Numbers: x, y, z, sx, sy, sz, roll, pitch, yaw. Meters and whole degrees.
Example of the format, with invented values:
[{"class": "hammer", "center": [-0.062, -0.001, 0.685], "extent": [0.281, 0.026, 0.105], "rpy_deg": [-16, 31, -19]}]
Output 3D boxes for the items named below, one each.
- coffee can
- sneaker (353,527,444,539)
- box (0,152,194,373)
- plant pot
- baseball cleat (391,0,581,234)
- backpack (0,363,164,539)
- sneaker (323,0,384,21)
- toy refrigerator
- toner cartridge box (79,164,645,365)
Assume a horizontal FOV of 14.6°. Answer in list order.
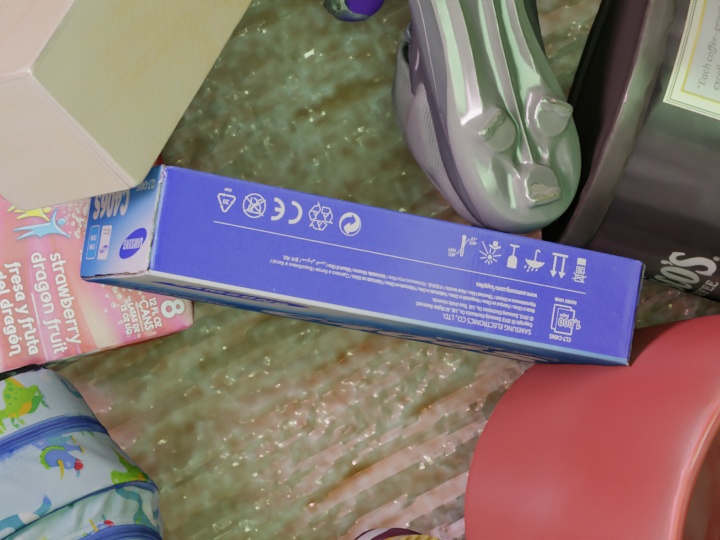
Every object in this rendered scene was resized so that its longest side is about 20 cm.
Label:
[{"class": "coffee can", "center": [0.191, -0.048, 1.153], "extent": [0.199, 0.146, 0.147], "rpy_deg": [17, 92, -5]}, {"class": "sneaker", "center": [-0.007, 0.206, 1.174], "extent": [0.075, 0.090, 0.201], "rpy_deg": [24, 80, -14]}, {"class": "box", "center": [-0.134, -0.064, 1.154], "extent": [0.095, 0.100, 0.201], "rpy_deg": [-13, 93, -3]}, {"class": "plant pot", "center": [0.146, 0.105, 1.122], "extent": [0.200, 0.177, 0.201], "rpy_deg": [-3, 95, -32]}, {"class": "baseball cleat", "center": [0.034, -0.112, 1.125], "extent": [0.070, 0.106, 0.201], "rpy_deg": [-9, 92, -23]}, {"class": "backpack", "center": [-0.173, 0.124, 1.095], "extent": [0.154, 0.163, 0.200], "rpy_deg": [37, 59, 14]}, {"class": "sneaker", "center": [0.038, -0.197, 1.162], "extent": [0.099, 0.070, 0.201], "rpy_deg": [11, 95, -11]}, {"class": "toy refrigerator", "center": [-0.080, -0.119, 1.072], "extent": [0.070, 0.076, 0.200], "rpy_deg": [47, 54, -28]}, {"class": "toner cartridge box", "center": [0.000, 0.000, 1.091], "extent": [0.199, 0.095, 0.043], "rpy_deg": [11, 84, -20]}]
